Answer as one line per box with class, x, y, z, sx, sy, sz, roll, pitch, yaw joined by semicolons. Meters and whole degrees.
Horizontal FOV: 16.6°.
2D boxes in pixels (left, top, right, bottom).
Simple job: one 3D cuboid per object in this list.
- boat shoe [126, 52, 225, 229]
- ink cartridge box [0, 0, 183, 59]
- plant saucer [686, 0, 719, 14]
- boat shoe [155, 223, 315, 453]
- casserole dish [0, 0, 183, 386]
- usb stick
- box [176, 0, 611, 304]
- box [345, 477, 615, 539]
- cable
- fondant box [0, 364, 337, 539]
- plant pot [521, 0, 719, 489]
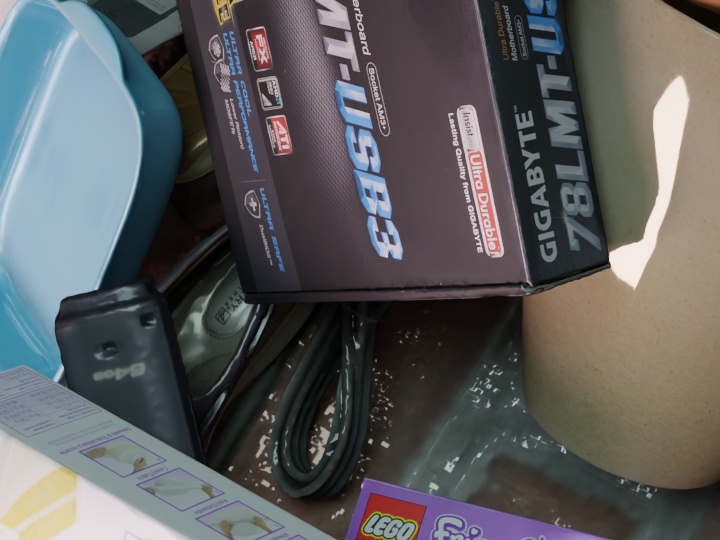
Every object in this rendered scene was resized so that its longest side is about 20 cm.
boat shoe;-0.017;-0.097;1.134;0.200;0.072;0.072;-46;44;-18
ink cartridge box;-0.107;-0.182;1.146;0.200;0.084;0.146;-28;49;19
plant saucer;0.156;-0.138;0.941;0.200;0.032;0.201;13;32;-8
boat shoe;-0.092;0.055;1.092;0.072;0.065;0.200;35;81;23
casserole dish;-0.134;-0.032;1.103;0.121;0.039;0.200;50;130;32
usb stick;-0.085;0.105;1.043;0.055;0.033;0.201;-12;92;23
box;0.002;-0.089;0.969;0.050;0.198;0.201;-16;99;-33
box;0.076;0.175;1.010;0.199;0.039;0.137;13;73;20
cable;0.000;0.000;1.064;0.097;0.050;0.200;42;105;33
fondant box;-0.098;0.146;1.002;0.200;0.058;0.145;26;113;27
plant pot;0.142;-0.019;0.985;0.187;0.187;0.201;32;118;24
